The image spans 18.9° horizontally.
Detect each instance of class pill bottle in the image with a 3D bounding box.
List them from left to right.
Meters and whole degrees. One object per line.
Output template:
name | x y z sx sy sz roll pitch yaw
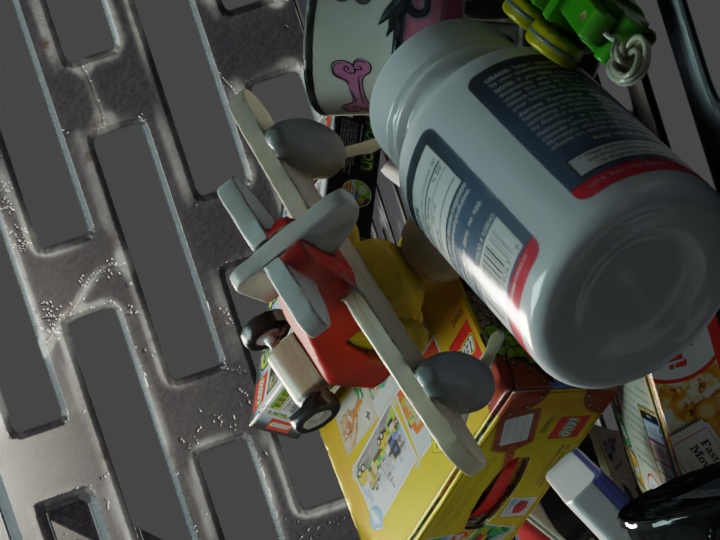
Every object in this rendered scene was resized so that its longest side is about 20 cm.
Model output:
pill bottle | 0.089 -0.043 1.099 0.200 0.119 0.120 51 162 45

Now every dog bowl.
dog bowl | 0.036 -0.176 1.223 0.200 0.074 0.201 15 -90 -77

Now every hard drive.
hard drive | 0.180 0.180 1.149 0.200 0.025 0.132 47 -179 -1

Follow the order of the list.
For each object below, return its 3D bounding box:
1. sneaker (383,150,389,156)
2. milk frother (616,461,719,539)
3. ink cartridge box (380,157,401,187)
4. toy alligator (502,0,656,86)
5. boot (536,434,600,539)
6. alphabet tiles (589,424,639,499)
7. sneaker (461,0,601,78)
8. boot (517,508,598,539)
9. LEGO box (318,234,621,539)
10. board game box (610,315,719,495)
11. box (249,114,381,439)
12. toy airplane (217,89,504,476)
sneaker | 0.075 -0.077 1.431 0.074 0.115 0.201 95 156 -75
milk frother | 0.158 0.185 0.886 0.180 0.199 0.189 163 89 -82
ink cartridge box | 0.077 0.013 1.441 0.200 0.067 0.116 37 176 -1
toy alligator | 0.120 -0.124 1.071 0.054 0.059 0.200 27 -163 -25
boot | 0.106 0.102 1.451 0.200 0.069 0.188 39 -171 37
alphabet tiles | 0.187 0.192 1.309 0.167 0.008 0.201 20 -131 -60
sneaker | 0.095 -0.126 1.239 0.200 0.080 0.084 81 -177 -49
boot | 0.127 0.247 1.529 0.200 0.144 0.072 49 -177 -26
LEGO box | 0.056 0.075 1.307 0.200 0.077 0.149 -60 41 42
board game box | 0.171 0.062 1.222 0.152 0.046 0.201 -131 23 -79
box | -0.027 -0.005 1.392 0.110 0.035 0.201 127 154 -55
toy airplane | 0.000 0.000 1.187 0.200 0.141 0.199 64 173 -21
